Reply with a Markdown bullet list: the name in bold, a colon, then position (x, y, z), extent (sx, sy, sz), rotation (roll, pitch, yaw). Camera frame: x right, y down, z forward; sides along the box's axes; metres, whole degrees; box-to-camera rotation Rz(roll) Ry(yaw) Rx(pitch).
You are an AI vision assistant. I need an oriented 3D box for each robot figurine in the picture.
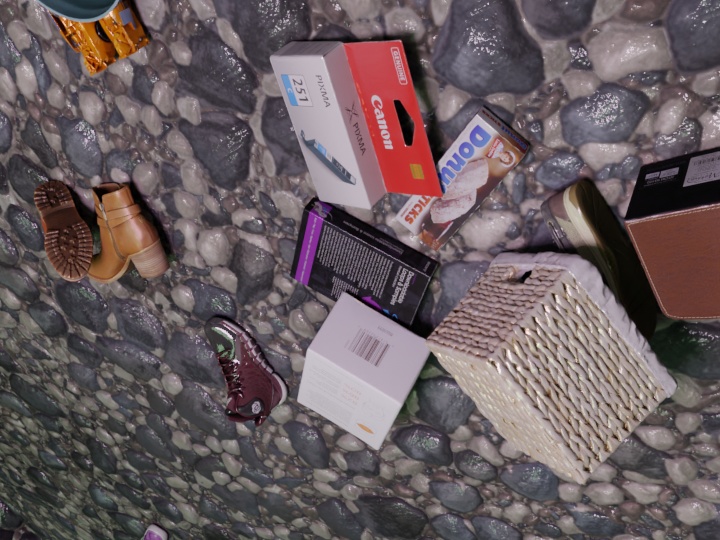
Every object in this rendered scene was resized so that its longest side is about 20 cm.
- **robot figurine**: position (-0.363, -0.361, 1.011), extent (0.143, 0.058, 0.202), rotation (-12, 119, 37)

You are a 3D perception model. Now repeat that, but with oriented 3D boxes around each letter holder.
- **letter holder**: position (0.383, -0.040, 0.771), extent (0.198, 0.101, 0.143), rotation (-11, 122, 39)

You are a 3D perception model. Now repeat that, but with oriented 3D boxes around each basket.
- **basket**: position (0.209, 0.101, 0.912), extent (0.201, 0.161, 0.198), rotation (50, 168, -13)

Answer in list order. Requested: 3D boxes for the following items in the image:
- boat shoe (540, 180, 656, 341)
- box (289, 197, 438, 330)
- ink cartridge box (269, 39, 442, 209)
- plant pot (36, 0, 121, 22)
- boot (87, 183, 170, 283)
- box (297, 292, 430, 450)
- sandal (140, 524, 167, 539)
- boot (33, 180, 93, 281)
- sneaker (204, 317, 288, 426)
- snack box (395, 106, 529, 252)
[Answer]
- **boat shoe**: position (0.271, -0.006, 0.900), extent (0.065, 0.072, 0.203), rotation (-16, 112, 47)
- **box**: position (0.000, 0.000, 1.107), extent (0.198, 0.036, 0.144), rotation (30, 138, 10)
- **ink cartridge box**: position (-0.005, -0.168, 0.934), extent (0.174, 0.045, 0.203), rotation (12, 134, 41)
- **plant pot**: position (-0.302, -0.402, 0.879), extent (0.197, 0.135, 0.203), rotation (18, 135, 18)
- **boot**: position (-0.411, -0.062, 1.298), extent (0.197, 0.077, 0.157), rotation (1, 123, 41)
- **box**: position (0.001, 0.152, 1.157), extent (0.151, 0.107, 0.201), rotation (29, 150, 7)
- **sandal**: position (-0.559, 0.742, 2.119), extent (0.081, 0.050, 0.205), rotation (26, 137, 11)
- **boot**: position (-0.486, -0.044, 1.318), extent (0.108, 0.074, 0.202), rotation (99, 149, -50)
- **sneaker**: position (-0.213, 0.183, 1.348), extent (0.075, 0.116, 0.201), rotation (-25, 111, 44)
- **snack box**: position (0.117, -0.103, 0.945), extent (0.072, 0.024, 0.200), rotation (39, 138, 0)
